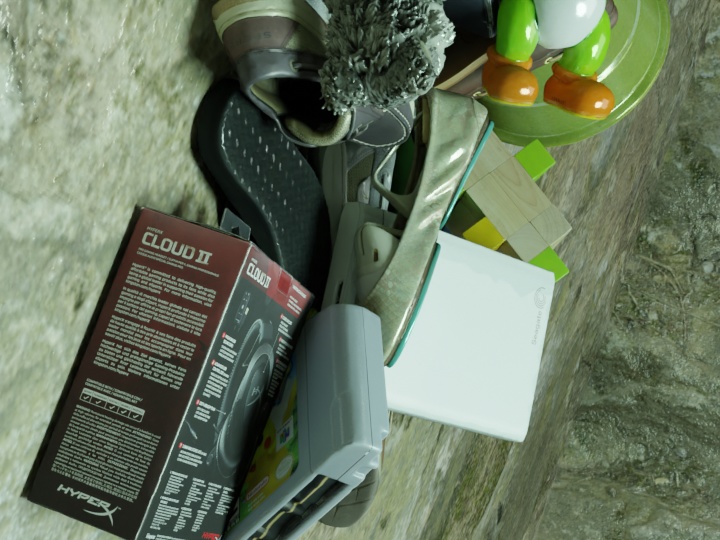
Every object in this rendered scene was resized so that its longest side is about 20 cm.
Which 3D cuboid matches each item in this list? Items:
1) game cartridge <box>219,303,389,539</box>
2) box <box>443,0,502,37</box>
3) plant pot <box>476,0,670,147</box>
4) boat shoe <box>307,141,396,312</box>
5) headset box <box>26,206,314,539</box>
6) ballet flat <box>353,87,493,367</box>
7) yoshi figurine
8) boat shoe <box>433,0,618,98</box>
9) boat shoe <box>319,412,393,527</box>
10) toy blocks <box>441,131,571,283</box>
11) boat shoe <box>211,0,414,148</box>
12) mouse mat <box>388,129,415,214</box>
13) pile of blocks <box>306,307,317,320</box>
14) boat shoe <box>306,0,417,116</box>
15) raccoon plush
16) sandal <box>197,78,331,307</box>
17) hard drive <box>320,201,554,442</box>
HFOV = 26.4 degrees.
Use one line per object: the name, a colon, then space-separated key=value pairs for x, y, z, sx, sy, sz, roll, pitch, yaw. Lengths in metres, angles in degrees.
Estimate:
game cartridge: x=-0.054 y=0.115 z=0.995 sx=0.200 sy=0.040 sz=0.134 roll=-46 pitch=-151 yaw=34
box: x=0.067 y=-0.299 z=1.010 sx=0.200 sy=0.123 sz=0.198 roll=-64 pitch=162 yaw=-19
plant pot: x=0.132 y=-0.229 z=1.239 sx=0.190 sy=0.200 sz=0.201 roll=42 pitch=67 yaw=-58
boat shoe: x=0.000 y=-0.001 z=1.108 sx=0.074 sy=0.065 sz=0.203 roll=-162 pitch=-113 yaw=-78
headset box: x=-0.104 y=0.062 z=0.923 sx=0.149 sy=0.077 sz=0.201 roll=44 pitch=64 yaw=-73
ballet flat: x=0.027 y=-0.032 z=1.027 sx=0.200 sy=0.062 sz=0.067 roll=-68 pitch=-171 yaw=-18
yoshi figurine: x=0.148 y=-0.200 z=0.994 sx=0.112 sy=0.112 sz=0.201 roll=-18 pitch=124 yaw=-62
boat shoe: x=0.095 y=-0.160 z=1.139 sx=0.070 sy=0.200 sz=0.071 roll=38 pitch=39 yaw=-46
boat shoe: x=-0.003 y=0.133 z=1.336 sx=0.072 sy=0.076 sz=0.201 roll=-46 pitch=152 yaw=-60
toy blocks: x=0.094 y=-0.061 z=1.279 sx=0.100 sy=0.200 sz=0.137 roll=-36 pitch=173 yaw=-14
boat shoe: x=-0.025 y=-0.106 z=0.938 sx=0.200 sy=0.072 sz=0.065 roll=33 pitch=49 yaw=-60
mouse mat: x=0.028 y=-0.052 z=1.210 sx=0.200 sy=0.008 sz=0.161 roll=-96 pitch=-167 yaw=-61
pile of blocks: x=-0.050 y=0.070 z=1.131 sx=0.200 sy=0.062 sz=0.082 roll=83 pitch=30 yaw=-56
boat shoe: x=0.002 y=-0.159 z=1.025 sx=0.202 sy=0.065 sz=0.075 roll=62 pitch=47 yaw=-66
raccoon plush: x=-0.016 y=-0.178 z=0.852 sx=0.097 sy=0.200 sz=0.134 roll=-26 pitch=-146 yaw=45
sandal: x=-0.066 y=-0.050 z=0.999 sx=0.075 sy=0.048 sz=0.201 roll=-64 pitch=149 yaw=-30
hard drive: x=0.056 y=0.041 z=1.100 sx=0.200 sy=0.027 sz=0.132 roll=18 pitch=80 yaw=-40
